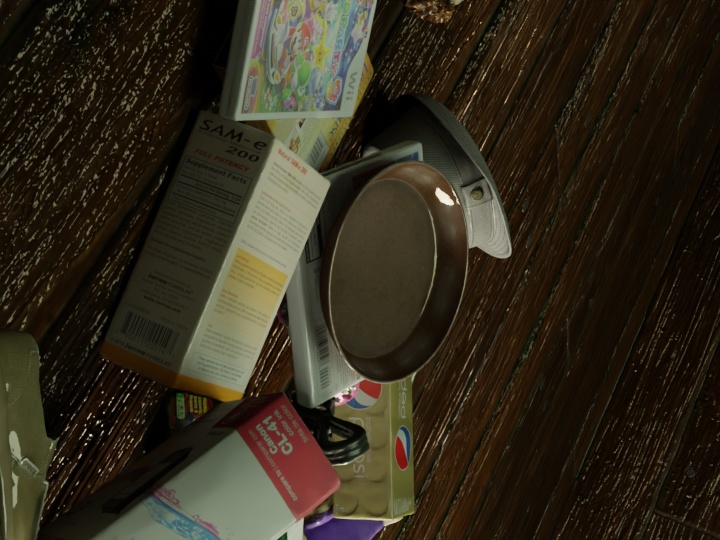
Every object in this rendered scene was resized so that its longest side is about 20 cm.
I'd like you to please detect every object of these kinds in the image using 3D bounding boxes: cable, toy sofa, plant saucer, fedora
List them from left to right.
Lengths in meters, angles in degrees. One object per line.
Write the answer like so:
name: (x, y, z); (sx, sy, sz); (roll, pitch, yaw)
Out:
cable: (-0.037, 0.146, 1.108); (0.097, 0.200, 0.051); (-15, 104, -31)
toy sofa: (-0.021, 0.273, 1.351); (0.083, 0.097, 0.200); (64, 28, 0)
plant saucer: (0.027, 0.000, 1.121); (0.200, 0.034, 0.202); (-14, 109, -47)
fedora: (0.064, -0.075, 1.253); (0.090, 0.177, 0.201); (-32, 132, -15)

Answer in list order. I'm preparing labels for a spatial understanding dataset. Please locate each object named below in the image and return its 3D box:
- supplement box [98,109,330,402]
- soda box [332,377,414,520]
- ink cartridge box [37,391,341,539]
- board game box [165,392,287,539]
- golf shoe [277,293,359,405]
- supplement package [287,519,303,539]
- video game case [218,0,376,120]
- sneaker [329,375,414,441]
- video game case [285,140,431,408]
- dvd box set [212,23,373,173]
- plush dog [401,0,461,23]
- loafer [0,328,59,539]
supplement box: (-0.109, -0.006, 0.969); (0.201, 0.073, 0.126); (-67, 159, -5)
soda box: (0.012, 0.151, 1.277); (0.064, 0.067, 0.201); (10, 78, -66)
ink cartridge box: (-0.132, 0.177, 0.881); (0.200, 0.086, 0.147); (-34, -173, -27)
board game box: (-0.107, 0.202, 1.014); (0.104, 0.023, 0.201); (16, 56, -38)
golf shoe: (-0.044, 0.031, 1.191); (0.092, 0.075, 0.201); (-98, -176, -61)
supplement package: (-0.127, 0.294, 1.118); (0.109, 0.113, 0.201); (-39, 142, -47)
video game case: (-0.041, -0.190, 0.977); (0.200, 0.018, 0.144); (-17, 121, -64)
sneaker: (0.014, 0.163, 1.421); (0.200, 0.074, 0.081); (-52, 156, -36)
video game case: (0.000, 0.000, 1.133); (0.182, 0.023, 0.201); (-25, 117, -44)
dvd box set: (-0.049, -0.168, 1.039); (0.147, 0.029, 0.200); (-65, 157, -18)
plush dog: (0.093, -0.314, 1.104); (0.172, 0.160, 0.201); (118, -9, -56)
loafer: (-0.227, 0.125, 0.789); (0.067, 0.076, 0.201); (-28, 133, -52)
